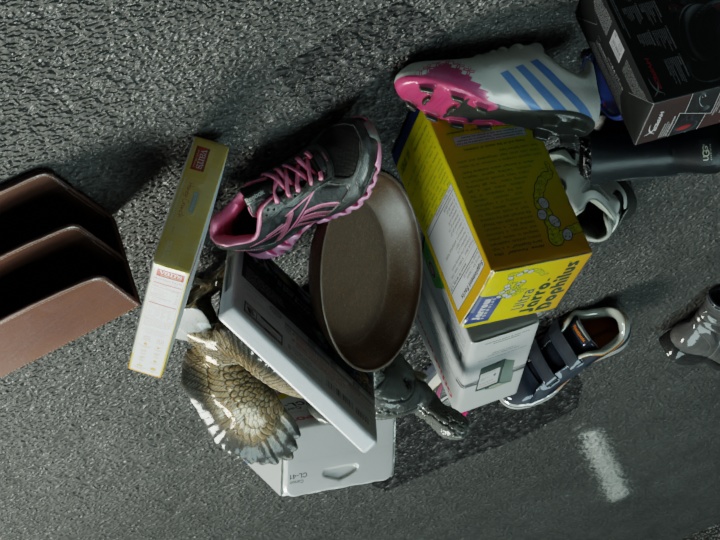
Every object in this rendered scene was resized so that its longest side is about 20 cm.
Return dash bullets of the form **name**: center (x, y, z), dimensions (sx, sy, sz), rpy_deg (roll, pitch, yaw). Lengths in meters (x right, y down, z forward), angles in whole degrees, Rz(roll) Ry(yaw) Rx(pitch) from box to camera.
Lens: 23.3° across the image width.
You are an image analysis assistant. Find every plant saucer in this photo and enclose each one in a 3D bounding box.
- **plant saucer**: center (0.000, 0.000, 1.750), dimensions (0.036, 0.202, 0.200), rpy_deg (3, 170, 32)

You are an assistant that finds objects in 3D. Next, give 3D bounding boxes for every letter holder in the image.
- **letter holder**: center (-0.326, 0.011, 1.577), dimensions (0.199, 0.101, 0.142), rpy_deg (-27, 153, 11)

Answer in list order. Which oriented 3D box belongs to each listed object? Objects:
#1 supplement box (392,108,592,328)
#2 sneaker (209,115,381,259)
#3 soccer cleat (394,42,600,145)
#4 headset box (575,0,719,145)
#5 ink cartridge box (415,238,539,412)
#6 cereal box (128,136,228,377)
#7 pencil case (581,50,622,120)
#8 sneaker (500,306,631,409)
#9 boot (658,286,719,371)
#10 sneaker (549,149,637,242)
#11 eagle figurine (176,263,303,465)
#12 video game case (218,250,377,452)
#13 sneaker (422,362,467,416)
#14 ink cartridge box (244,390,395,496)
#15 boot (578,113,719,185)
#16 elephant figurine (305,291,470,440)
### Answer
- **supplement box**: center (0.122, -0.065, 1.663), dimensions (0.109, 0.201, 0.109), rpy_deg (-11, 154, -21)
- **sneaker**: center (-0.065, -0.074, 1.629), dimensions (0.200, 0.079, 0.095), rpy_deg (-39, 158, 30)
- **soccer cleat**: center (0.128, -0.175, 1.618), dimensions (0.198, 0.087, 0.070), rpy_deg (11, 160, -12)
- **headset box**: center (0.317, -0.215, 1.581), dimensions (0.198, 0.150, 0.075), rpy_deg (-16, 156, -13)
- **ink cartridge box**: center (0.126, 0.051, 1.968), dimensions (0.083, 0.147, 0.200), rpy_deg (-17, 156, -11)
- **cereal box**: center (-0.170, -0.010, 1.613), dimensions (0.039, 0.145, 0.200), rpy_deg (17, 146, -4)
- **pencil case**: center (0.314, -0.190, 1.713), dimensions (0.198, 0.079, 0.087), rpy_deg (-7, 161, -30)
- **sneaker**: center (0.262, 0.106, 2.271), dimensions (0.199, 0.079, 0.079), rpy_deg (-32, 161, -4)
- **boot**: center (0.524, 0.079, 2.445), dimensions (0.199, 0.070, 0.132), rpy_deg (-2, 144, -45)
- **sneaker**: center (0.254, -0.063, 1.912), dimensions (0.074, 0.089, 0.199), rpy_deg (-35, 154, 25)
- **eagle figurine**: center (-0.112, 0.091, 1.768), dimensions (0.150, 0.201, 0.152), rpy_deg (-26, 169, 0)
- **video game case**: center (-0.059, 0.067, 1.707), dimensions (0.023, 0.182, 0.200), rpy_deg (-41, 109, 16)
- **sneaker**: center (0.148, 0.123, 2.214), dimensions (0.080, 0.075, 0.200), rpy_deg (-8, 151, -27)
- **ink cartridge box**: center (-0.066, 0.173, 1.993), dimensions (0.146, 0.200, 0.086), rpy_deg (-8, 109, -27)
- **boot**: center (0.312, -0.137, 1.820), dimensions (0.166, 0.077, 0.200), rpy_deg (-1, -167, 11)
- **elephant figurine**: center (0.003, 0.106, 1.892), dimensions (0.154, 0.201, 0.142), rpy_deg (-26, 137, -2)
